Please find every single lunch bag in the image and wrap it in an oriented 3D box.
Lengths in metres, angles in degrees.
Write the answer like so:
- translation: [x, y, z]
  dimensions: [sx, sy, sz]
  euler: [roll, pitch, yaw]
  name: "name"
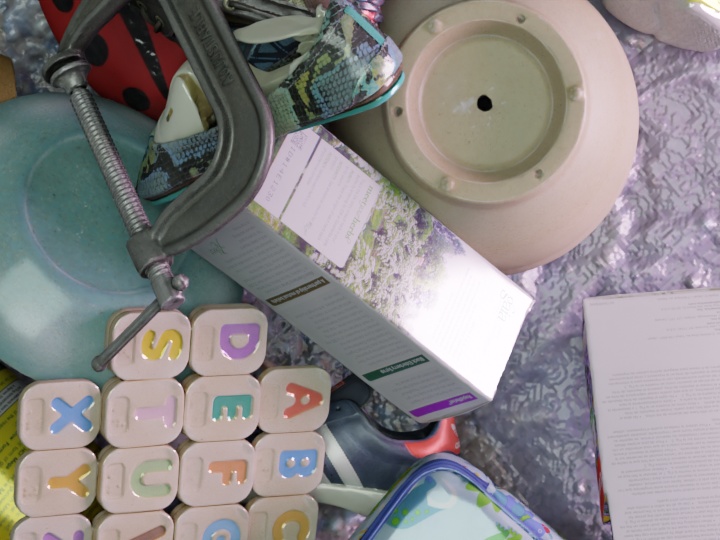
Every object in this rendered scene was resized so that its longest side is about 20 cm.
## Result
- translation: [0.072, 0.222, 1.254]
  dimensions: [0.200, 0.082, 0.161]
  euler: [40, 91, 0]
  name: "lunch bag"

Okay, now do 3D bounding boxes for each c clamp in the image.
- translation: [-0.124, -0.073, 1.160]
  dimensions: [0.170, 0.027, 0.201]
  euler: [-34, 66, 30]
  name: "c clamp"

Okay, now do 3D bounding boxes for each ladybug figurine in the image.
- translation: [-0.137, -0.174, 1.303]
  dimensions: [0.135, 0.072, 0.201]
  euler: [-23, 105, 13]
  name: "ladybug figurine"

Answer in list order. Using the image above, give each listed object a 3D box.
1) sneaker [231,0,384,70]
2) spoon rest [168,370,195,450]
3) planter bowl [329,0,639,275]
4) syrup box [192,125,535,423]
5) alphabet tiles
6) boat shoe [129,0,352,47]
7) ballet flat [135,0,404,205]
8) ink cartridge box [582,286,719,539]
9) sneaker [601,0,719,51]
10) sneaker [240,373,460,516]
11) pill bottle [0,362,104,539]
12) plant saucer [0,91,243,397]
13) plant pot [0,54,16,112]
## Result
- translation: [-0.006, -0.162, 1.245]
  dimensions: [0.200, 0.079, 0.096]
  euler: [-49, 64, 16]
  name: "sneaker"
- translation: [-0.132, 0.015, 1.291]
  dimensions: [0.060, 0.099, 0.202]
  euler: [-25, 69, 16]
  name: "spoon rest"
- translation: [0.076, -0.096, 1.282]
  dimensions: [0.198, 0.135, 0.203]
  euler: [0, 90, 3]
  name: "planter bowl"
- translation: [0.000, 0.000, 1.250]
  dimensions: [0.200, 0.081, 0.079]
  euler: [38, 59, -21]
  name: "syrup box"
- translation: [-0.108, 0.119, 1.229]
  dimensions: [0.194, 0.015, 0.202]
  euler: [-1, 105, -28]
  name: "alphabet tiles"
- translation: [-0.097, -0.159, 1.205]
  dimensions: [0.198, 0.073, 0.066]
  euler: [5, 87, 24]
  name: "boat shoe"
- translation: [-0.065, -0.100, 1.174]
  dimensions: [0.199, 0.074, 0.075]
  euler: [-23, 88, 33]
  name: "ballet flat"
- translation: [0.196, 0.110, 1.273]
  dimensions: [0.108, 0.050, 0.202]
  euler: [-4, 61, 3]
  name: "ink cartridge box"
- translation: [0.167, -0.225, 1.309]
  dimensions: [0.199, 0.076, 0.106]
  euler: [32, 70, -15]
  name: "sneaker"
- translation: [-0.033, 0.103, 1.317]
  dimensions: [0.198, 0.075, 0.085]
  euler: [8, 94, -7]
  name: "sneaker"
- translation: [-0.199, 0.151, 1.302]
  dimensions: [0.200, 0.112, 0.113]
  euler: [39, 91, 3]
  name: "pill bottle"
- translation: [-0.153, -0.025, 1.235]
  dimensions: [0.199, 0.039, 0.203]
  euler: [12, 60, -22]
  name: "plant saucer"
- translation: [-0.312, -0.083, 1.289]
  dimensions: [0.198, 0.186, 0.189]
  euler: [-1, 90, -13]
  name: "plant pot"
